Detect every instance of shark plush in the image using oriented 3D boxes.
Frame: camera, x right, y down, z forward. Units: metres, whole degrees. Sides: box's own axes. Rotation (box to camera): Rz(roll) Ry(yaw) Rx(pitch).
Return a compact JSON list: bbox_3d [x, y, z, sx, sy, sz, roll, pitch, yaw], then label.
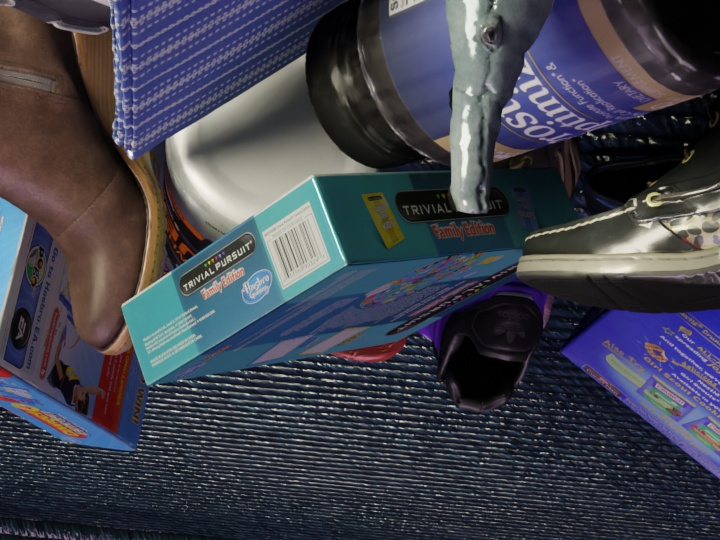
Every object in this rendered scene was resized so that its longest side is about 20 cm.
[{"bbox_3d":[0.040,-0.126,0.518,0.090,0.201,0.083,20,-169,10],"label":"shark plush"}]

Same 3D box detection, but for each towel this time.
[{"bbox_3d":[-0.054,-0.129,0.655,0.144,0.024,0.200,-34,170,-17],"label":"towel"}]

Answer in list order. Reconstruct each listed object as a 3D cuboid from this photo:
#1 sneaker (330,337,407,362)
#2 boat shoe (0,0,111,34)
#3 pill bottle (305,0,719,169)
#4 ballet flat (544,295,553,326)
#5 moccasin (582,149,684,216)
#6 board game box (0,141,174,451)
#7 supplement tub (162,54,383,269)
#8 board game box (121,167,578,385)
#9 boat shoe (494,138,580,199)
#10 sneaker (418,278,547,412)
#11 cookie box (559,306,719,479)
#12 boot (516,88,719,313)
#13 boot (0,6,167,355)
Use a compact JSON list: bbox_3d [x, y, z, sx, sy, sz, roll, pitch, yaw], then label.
[{"bbox_3d":[-0.040,0.001,1.020,0.200,0.079,0.116,35,-179,17],"label":"sneaker"},{"bbox_3d":[-0.172,-0.159,0.647,0.060,0.074,0.199,-19,158,41],"label":"boat shoe"},{"bbox_3d":[0.070,-0.110,0.648,0.111,0.113,0.199,21,155,-38],"label":"pill bottle"},{"bbox_3d":[0.062,0.004,1.041,0.199,0.072,0.069,16,153,-28],"label":"ballet flat"},{"bbox_3d":[0.227,-0.039,0.859,0.199,0.081,0.068,-7,153,29],"label":"moccasin"},{"bbox_3d":[-0.176,-0.013,0.864,0.056,0.201,0.196,4,161,16],"label":"board game box"},{"bbox_3d":[-0.057,-0.045,0.855,0.122,0.123,0.200,8,161,-6],"label":"supplement tub"},{"bbox_3d":[0.000,0.000,0.747,0.151,0.047,0.199,-30,165,38],"label":"board game box"},{"bbox_3d":[0.089,-0.066,0.828,0.074,0.074,0.200,-2,160,21],"label":"boat shoe"},{"bbox_3d":[0.068,0.042,0.911,0.069,0.100,0.200,6,166,-7],"label":"sneaker"},{"bbox_3d":[0.231,0.049,0.836,0.171,0.075,0.200,38,160,2],"label":"cookie box"},{"bbox_3d":[0.173,-0.063,0.689,0.203,0.155,0.073,-7,162,34],"label":"boot"},{"bbox_3d":[-0.186,-0.058,0.727,0.166,0.201,0.072,2,174,-35],"label":"boot"}]
